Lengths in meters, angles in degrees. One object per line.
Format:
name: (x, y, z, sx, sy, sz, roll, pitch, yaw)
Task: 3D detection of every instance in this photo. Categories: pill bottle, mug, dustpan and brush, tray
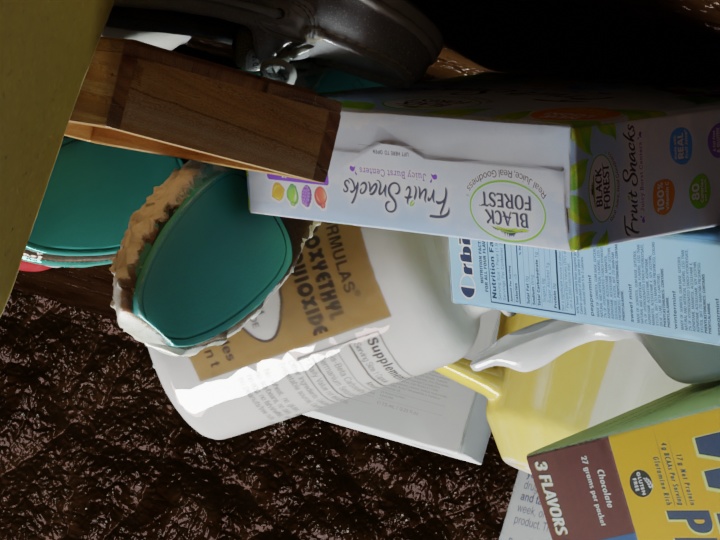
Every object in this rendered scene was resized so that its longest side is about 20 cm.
pill bottle: (0.000, 0.000, 1.232, 0.199, 0.115, 0.114, -19, 163, 13)
mug: (0.118, 0.034, 1.330, 0.186, 0.154, 0.149, 15, 173, 19)
dustpan and brush: (0.150, 0.021, 1.201, 0.199, 0.057, 0.140, -27, -172, 10)
tray: (-0.102, -0.071, 1.031, 0.098, 0.037, 0.200, 14, 179, -33)

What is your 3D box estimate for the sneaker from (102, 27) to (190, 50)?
sneaker: (-0.121, -0.102, 1.188, 0.073, 0.071, 0.200, 19, 173, -13)

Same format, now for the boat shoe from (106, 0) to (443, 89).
boat shoe: (-0.066, -0.108, 1.034, 0.201, 0.065, 0.074, 18, 174, -10)

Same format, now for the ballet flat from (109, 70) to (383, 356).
ballet flat: (-0.052, -0.031, 1.106, 0.071, 0.200, 0.072, 25, 141, 22)

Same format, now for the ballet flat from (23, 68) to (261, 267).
ballet flat: (-0.085, -0.051, 1.193, 0.199, 0.068, 0.070, -21, -171, -15)

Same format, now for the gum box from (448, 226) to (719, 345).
gum box: (0.163, -0.008, 1.061, 0.169, 0.045, 0.199, -11, -168, -36)

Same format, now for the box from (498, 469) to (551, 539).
box: (0.197, 0.096, 1.422, 0.183, 0.201, 0.105, 12, 173, 36)

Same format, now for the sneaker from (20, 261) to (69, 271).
sneaker: (-0.205, -0.033, 1.214, 0.112, 0.072, 0.200, -10, 171, 33)

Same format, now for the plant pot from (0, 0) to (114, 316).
plant pot: (-0.202, -0.114, 0.847, 0.193, 0.197, 0.200, 16, 166, 10)

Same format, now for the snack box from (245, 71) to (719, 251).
snack box: (0.066, -0.047, 1.031, 0.142, 0.053, 0.199, -11, -168, -39)

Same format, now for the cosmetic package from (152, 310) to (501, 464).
cosmetic package: (-0.004, 0.013, 1.472, 0.199, 0.152, 0.052, 15, 174, 22)

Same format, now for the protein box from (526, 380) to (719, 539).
protein box: (0.224, 0.105, 1.155, 0.199, 0.136, 0.198, -19, 179, 42)
